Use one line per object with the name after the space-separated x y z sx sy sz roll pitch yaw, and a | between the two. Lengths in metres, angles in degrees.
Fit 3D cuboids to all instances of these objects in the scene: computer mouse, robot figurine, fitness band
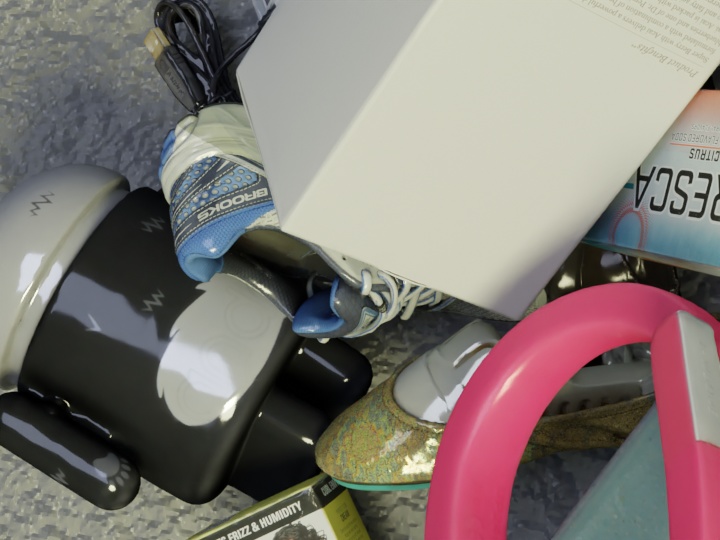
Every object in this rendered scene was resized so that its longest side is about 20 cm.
-0.017 -0.147 0.876 0.200 0.044 0.110 -40 72 12 | computer mouse
-0.097 0.034 0.811 0.199 0.150 0.125 30 101 4 | robot figurine
0.075 0.093 0.565 0.144 0.037 0.201 -40 35 42 | fitness band

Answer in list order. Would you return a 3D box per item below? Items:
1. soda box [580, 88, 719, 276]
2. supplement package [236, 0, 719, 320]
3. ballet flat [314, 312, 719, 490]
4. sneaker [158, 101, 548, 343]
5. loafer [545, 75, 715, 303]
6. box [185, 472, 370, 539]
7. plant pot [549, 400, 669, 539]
0.153 -0.029 0.640 0.200 0.063 0.069 19 95 67 | soda box
0.056 -0.104 0.662 0.200 0.121 0.120 -54 33 26 | supplement package
0.077 0.050 0.743 0.199 0.071 0.071 -6 75 -1 | ballet flat
0.000 0.000 0.764 0.077 0.199 0.086 127 151 -44 | sneaker
0.138 -0.069 0.781 0.071 0.073 0.201 10 89 17 | loafer
-0.004 0.195 0.756 0.075 0.050 0.201 -25 88 15 | box
0.144 0.187 0.652 0.200 0.196 0.196 -47 65 13 | plant pot
